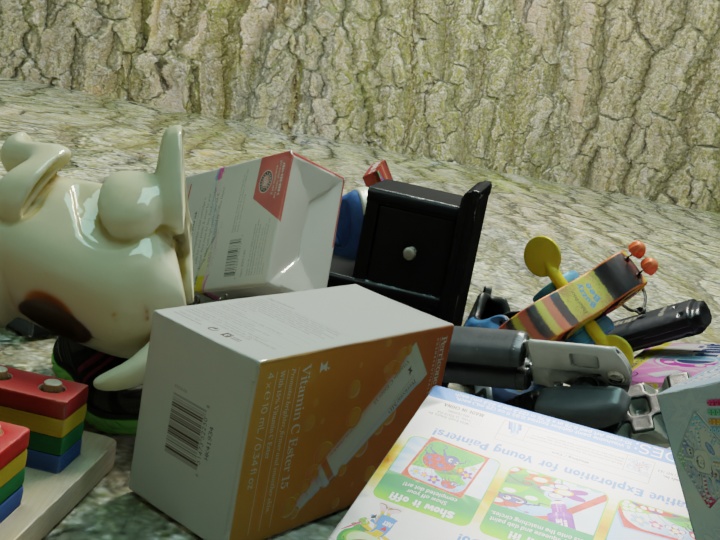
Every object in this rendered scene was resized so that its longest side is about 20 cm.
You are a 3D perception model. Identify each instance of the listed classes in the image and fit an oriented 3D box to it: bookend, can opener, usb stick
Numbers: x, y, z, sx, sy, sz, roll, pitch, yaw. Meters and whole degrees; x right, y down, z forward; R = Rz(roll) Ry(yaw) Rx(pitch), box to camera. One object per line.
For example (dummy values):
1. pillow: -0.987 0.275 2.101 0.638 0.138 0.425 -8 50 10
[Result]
1. bookend: 0.000 0.000 0.922 0.198 0.201 0.092 14 13 10
2. can opener: 0.113 0.083 0.802 0.199 0.053 0.067 3 43 27
3. usb stick: 0.236 0.069 0.982 0.199 0.033 0.055 -20 -1 31

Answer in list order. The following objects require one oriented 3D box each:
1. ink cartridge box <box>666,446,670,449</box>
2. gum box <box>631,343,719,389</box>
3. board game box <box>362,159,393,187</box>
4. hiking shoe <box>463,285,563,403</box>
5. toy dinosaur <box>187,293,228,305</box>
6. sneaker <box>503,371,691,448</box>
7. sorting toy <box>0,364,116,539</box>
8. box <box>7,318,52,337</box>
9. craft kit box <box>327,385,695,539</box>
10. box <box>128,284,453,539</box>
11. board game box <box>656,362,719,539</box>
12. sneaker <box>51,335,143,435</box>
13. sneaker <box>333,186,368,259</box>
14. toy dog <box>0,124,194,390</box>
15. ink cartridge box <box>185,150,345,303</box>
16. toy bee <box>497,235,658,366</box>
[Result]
1. ink cartridge box: 0.244 0.172 0.681 0.115 0.068 0.200 21 17 33
2. gum box: 0.302 0.112 0.921 0.113 0.066 0.200 0 7 31
3. board game box: 0.050 -0.015 1.066 0.019 0.201 0.103 -20 10 8
4. hiking shoe: 0.139 0.081 0.936 0.074 0.087 0.200 5 15 -23
5. toy dinosaur: -0.077 0.069 0.848 0.135 0.086 0.200 13 -8 -42
6. sneaker: 0.198 0.140 0.807 0.199 0.089 0.074 -7 38 16
7. sorting toy: -0.268 0.097 0.588 0.198 0.070 0.200 12 14 6
8. box: -0.264 -0.015 0.975 0.122 0.107 0.200 19 16 33
9. craft kit box: 0.093 0.154 0.546 0.199 0.049 0.197 13 30 23
10. box: -0.041 0.089 0.684 0.097 0.125 0.200 21 17 36
11. board game box: 0.237 0.141 0.542 0.043 0.200 0.200 -17 -6 37
12. sneaker: -0.177 0.065 0.759 0.077 0.084 0.200 -3 19 -42
13. sneaker: -0.055 -0.013 1.028 0.111 0.077 0.200 -2 -28 -22
14. toy dog: -0.218 0.001 0.701 0.199 0.195 0.140 -1 -25 -6
15. ink cartridge box: -0.111 -0.026 0.892 0.200 0.117 0.067 -6 -21 45
16. toy bee: 0.198 0.015 0.878 0.131 0.109 0.200 39 52 4
